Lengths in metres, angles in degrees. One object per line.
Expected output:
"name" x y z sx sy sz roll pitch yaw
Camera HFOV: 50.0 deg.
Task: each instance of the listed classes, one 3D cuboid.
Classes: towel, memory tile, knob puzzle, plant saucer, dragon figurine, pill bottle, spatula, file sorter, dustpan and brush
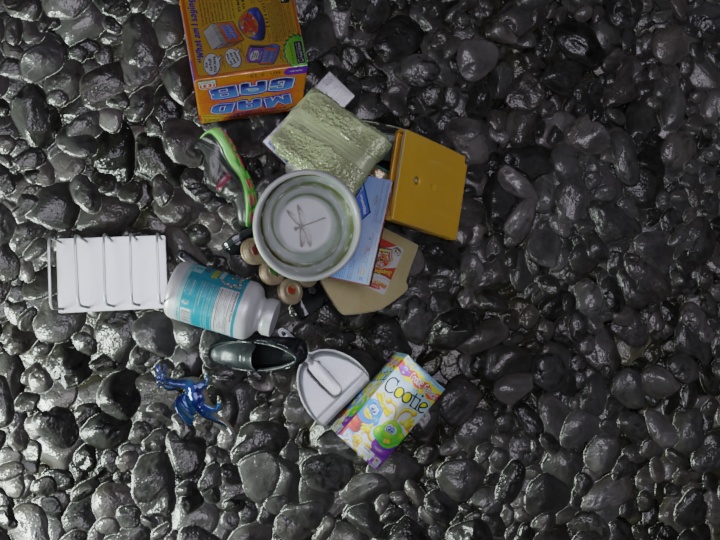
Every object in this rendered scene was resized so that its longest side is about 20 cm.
"towel" -0.057 -0.237 1.435 0.200 0.036 0.149 36 87 11
"memory tile" -0.118 -0.045 1.441 0.153 0.017 0.200 51 56 -16
"knob puzzle" 0.000 0.000 1.520 0.218 0.030 0.221 4 71 -13
"plant saucer" -0.098 -0.082 1.398 0.199 0.050 0.201 -2 97 -15
"dragon figurine" -0.312 0.253 1.448 0.099 0.059 0.201 -28 91 -10
"pill bottle" -0.252 0.060 1.425 0.199 0.111 0.111 17 84 2
"spatula" -0.270 0.022 1.488 0.200 0.021 0.057 36 85 -5
"file sorter" -0.459 0.002 1.405 0.199 0.125 0.140 -2 86 -10
"dustpan and brush" -0.089 0.186 1.490 0.140 0.057 0.200 -44 92 -9

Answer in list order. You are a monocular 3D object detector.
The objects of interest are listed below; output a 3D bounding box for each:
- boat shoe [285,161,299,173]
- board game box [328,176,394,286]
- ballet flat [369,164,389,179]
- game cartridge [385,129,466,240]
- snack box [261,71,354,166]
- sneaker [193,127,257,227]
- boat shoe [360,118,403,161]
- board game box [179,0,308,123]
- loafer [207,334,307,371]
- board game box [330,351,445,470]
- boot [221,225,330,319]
"boat shoe" -0.052 -0.168 1.518 0.199 0.072 0.069 28 43 -2
"board game box" -0.009 -0.079 1.437 0.102 0.019 0.201 12 86 11
"ballet flat" -0.005 -0.188 1.492 0.200 0.071 0.065 33 70 -5
"game cartridge" 0.131 -0.164 1.515 0.199 0.032 0.177 15 82 -45
"snack box" -0.103 -0.300 1.535 0.072 0.024 0.200 43 81 -6
"sneaker" -0.258 -0.173 1.486 0.083 0.077 0.201 -24 88 7
"boat shoe" 0.005 -0.266 1.536 0.199 0.071 0.064 11 46 -11
"board game box" -0.218 -0.413 1.422 0.199 0.200 0.201 -10 81 -10
"loafer" -0.198 0.155 1.441 0.199 0.070 0.068 -2 100 15
"board game box" 0.051 0.267 1.488 0.105 0.103 0.200 42 81 -5
"boot" -0.155 0.005 1.456 0.165 0.066 0.201 -31 94 -48
